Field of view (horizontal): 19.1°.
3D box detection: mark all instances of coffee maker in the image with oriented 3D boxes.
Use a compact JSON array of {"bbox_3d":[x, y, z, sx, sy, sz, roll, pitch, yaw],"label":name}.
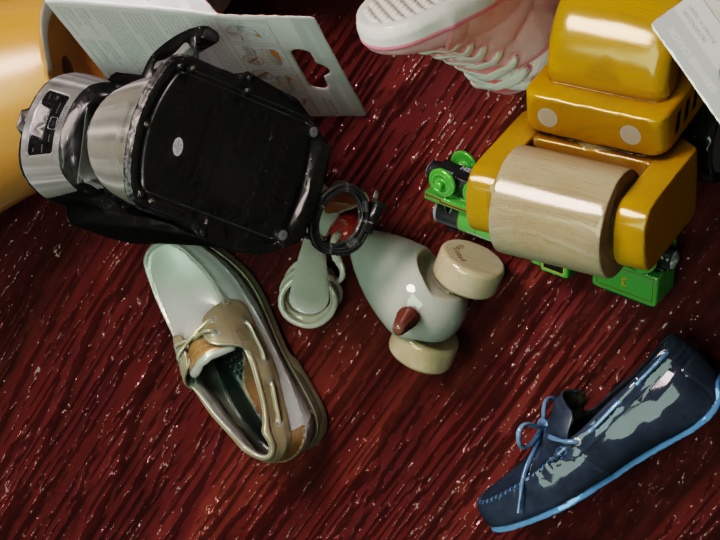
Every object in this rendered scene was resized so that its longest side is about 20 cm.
[{"bbox_3d":[-0.121,-0.066,1.493,0.192,0.135,0.200,46,162,-24],"label":"coffee maker"}]

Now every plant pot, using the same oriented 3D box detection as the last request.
[{"bbox_3d":[-0.293,-0.123,1.622,0.182,0.200,0.201,-16,94,14],"label":"plant pot"}]

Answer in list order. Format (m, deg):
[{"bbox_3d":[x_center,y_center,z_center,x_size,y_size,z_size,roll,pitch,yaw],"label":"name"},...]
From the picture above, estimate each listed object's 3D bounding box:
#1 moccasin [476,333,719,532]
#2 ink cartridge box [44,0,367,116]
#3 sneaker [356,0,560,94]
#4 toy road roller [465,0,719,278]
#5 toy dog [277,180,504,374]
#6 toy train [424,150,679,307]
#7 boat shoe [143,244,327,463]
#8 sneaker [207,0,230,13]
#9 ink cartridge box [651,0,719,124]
[{"bbox_3d":[0.159,0.108,1.487,0.200,0.081,0.068,-35,98,17],"label":"moccasin"},{"bbox_3d":[-0.103,-0.167,1.522,0.199,0.160,0.048,5,71,17],"label":"ink cartridge box"},{"bbox_3d":[0.077,-0.152,1.401,0.075,0.200,0.105,10,119,37],"label":"sneaker"},{"bbox_3d":[0.157,-0.104,1.366,0.122,0.200,0.147,14,130,26],"label":"toy road roller"},{"bbox_3d":[0.000,0.000,1.526,0.199,0.096,0.133,14,107,29],"label":"toy dog"},{"bbox_3d":[0.130,-0.028,1.485,0.199,0.042,0.057,22,131,28],"label":"toy train"},{"bbox_3d":[-0.103,0.056,1.616,0.075,0.068,0.200,-43,80,29],"label":"boat shoe"},{"bbox_3d":[-0.181,-0.238,1.604,0.200,0.074,0.082,36,147,11],"label":"sneaker"},{"bbox_3d":[0.306,-0.146,1.320,0.200,0.057,0.163,-36,84,10],"label":"ink cartridge box"}]
